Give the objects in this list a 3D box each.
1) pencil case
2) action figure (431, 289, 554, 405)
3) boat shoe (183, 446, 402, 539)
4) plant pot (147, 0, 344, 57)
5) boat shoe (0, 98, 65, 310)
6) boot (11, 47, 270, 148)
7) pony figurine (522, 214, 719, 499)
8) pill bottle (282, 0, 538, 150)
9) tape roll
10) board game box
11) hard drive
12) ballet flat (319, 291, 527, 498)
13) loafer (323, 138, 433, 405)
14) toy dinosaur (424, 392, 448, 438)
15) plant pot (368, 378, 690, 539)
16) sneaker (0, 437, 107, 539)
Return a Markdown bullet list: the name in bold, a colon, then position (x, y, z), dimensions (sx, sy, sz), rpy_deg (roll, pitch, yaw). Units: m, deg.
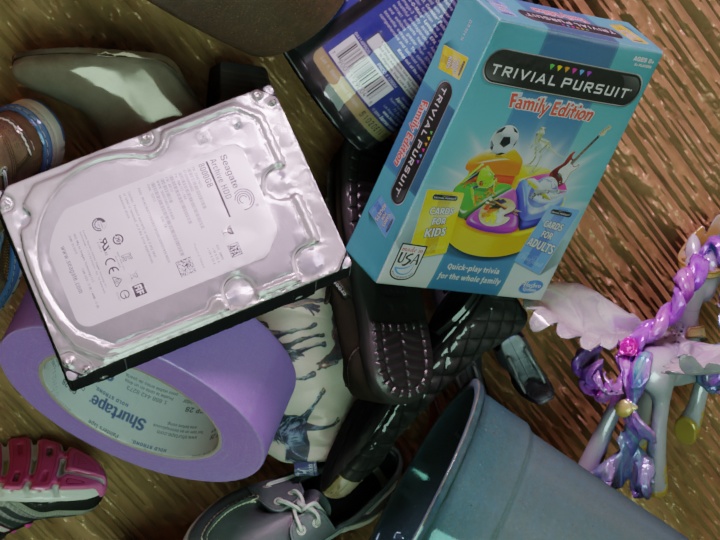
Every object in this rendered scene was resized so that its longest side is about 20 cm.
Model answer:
- **pencil case**: position (-0.050, 0.048, 1.594), dimensions (0.089, 0.078, 0.200), rpy_deg (-19, 118, -17)
- **action figure**: position (0.075, 0.009, 1.604), dimensions (0.130, 0.069, 0.200), rpy_deg (-21, 113, 9)
- **boat shoe**: position (-0.047, 0.173, 1.610), dimensions (0.200, 0.073, 0.062), rpy_deg (-18, 157, -43)
- **plant pot**: position (-0.097, -0.237, 1.410), dimensions (0.187, 0.187, 0.200), rpy_deg (-36, 128, 8)
- **boat shoe**: position (-0.270, -0.031, 1.497), dimensions (0.072, 0.072, 0.200), rpy_deg (38, 126, 17)
- **boot**: position (-0.140, -0.071, 1.491), dimensions (0.199, 0.070, 0.147), rpy_deg (3, 83, -9)
- **pony figurine**: position (0.213, 0.068, 1.604), dimensions (0.166, 0.193, 0.200), rpy_deg (22, 114, 23)
- **pill bottle**: position (0.049, -0.181, 1.484), dimensions (0.200, 0.112, 0.112), rpy_deg (-35, 116, 8)
- **tape roll**: position (-0.148, 0.069, 1.528), dimensions (0.200, 0.066, 0.200), rpy_deg (17, 152, 9)
- **board game box**: position (0.096, -0.080, 1.472), dimensions (0.151, 0.047, 0.200), rpy_deg (5, 119, -38)
- **hard drive**: position (-0.122, -0.023, 1.429), dimensions (0.200, 0.038, 0.140), rpy_deg (-21, 77, -10)
- **ballet flat**: position (0.042, 0.090, 1.561), dimensions (0.057, 0.066, 0.200), rpy_deg (36, 102, -21)
- **loafer**: position (0.000, 0.000, 1.532), dimensions (0.073, 0.201, 0.071), rpy_deg (10, 159, -37)
- **toy dinosaur**: position (0.058, 0.203, 1.710), dimensions (0.181, 0.105, 0.200), rpy_deg (-42, 81, 21)
- **plant pot**: position (0.117, 0.210, 1.548), dimensions (0.196, 0.200, 0.200), rpy_deg (29, 108, -5)
- **sneaker**: position (-0.283, 0.183, 1.623), dimensions (0.199, 0.074, 0.088), rpy_deg (-8, 116, 0)
